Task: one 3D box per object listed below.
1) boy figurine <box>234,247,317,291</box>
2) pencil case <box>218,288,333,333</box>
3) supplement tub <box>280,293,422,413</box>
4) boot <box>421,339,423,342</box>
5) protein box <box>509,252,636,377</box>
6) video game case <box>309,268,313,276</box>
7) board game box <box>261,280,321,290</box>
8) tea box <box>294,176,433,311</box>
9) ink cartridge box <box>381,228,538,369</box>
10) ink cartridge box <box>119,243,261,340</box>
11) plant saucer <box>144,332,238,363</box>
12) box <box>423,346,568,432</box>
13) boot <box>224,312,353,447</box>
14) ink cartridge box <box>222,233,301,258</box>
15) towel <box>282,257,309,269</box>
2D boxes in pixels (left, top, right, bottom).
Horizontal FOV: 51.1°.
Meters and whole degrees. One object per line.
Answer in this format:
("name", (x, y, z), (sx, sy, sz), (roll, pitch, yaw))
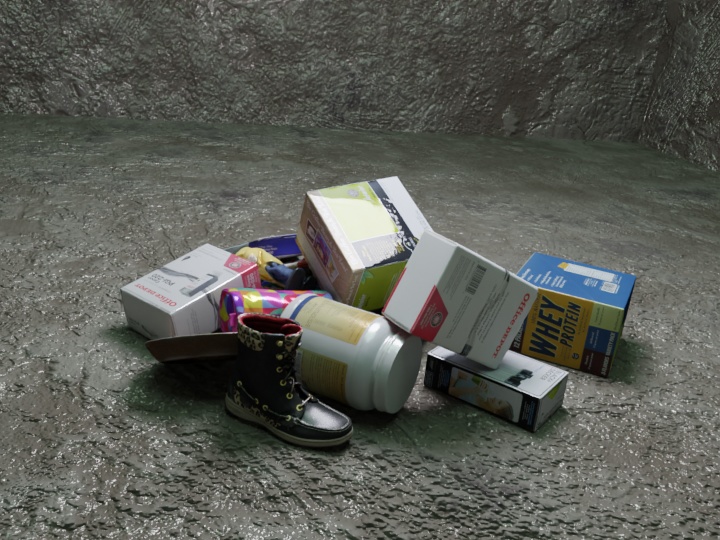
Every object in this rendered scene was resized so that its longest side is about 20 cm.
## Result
("boy figurine", (-0.177, -0.001, 1.397), (0.200, 0.065, 0.124), (19, -12, 37))
("pencil case", (-0.141, 0.072, 1.262), (0.200, 0.089, 0.088), (0, 21, -31))
("supplement tub", (-0.021, 0.127, 1.143), (0.200, 0.145, 0.144), (17, 23, 26))
("boot", (0.168, 0.099, 1.394), (0.200, 0.073, 0.182), (9, 21, -8))
("protein box", (0.389, 0.074, 1.407), (0.200, 0.135, 0.198), (15, 23, 21))
("video game case", (0.000, 0.000, 1.557), (0.180, 0.026, 0.200), (1, 6, 7))
("board game box", (-0.103, 0.065, 1.424), (0.200, 0.045, 0.134), (14, 22, 20))
("tea box", (0.013, -0.046, 1.373), (0.196, 0.134, 0.200), (-11, 54, -27))
("ink cartridge box", (0.154, 0.046, 1.137), (0.200, 0.145, 0.084), (25, 5, -37))
("ink cartridge box", (-0.293, 0.043, 1.319), (0.145, 0.085, 0.200), (20, 40, 35))
("plant saucer", (-0.227, 0.121, 1.154), (0.200, 0.035, 0.200), (-4, -10, -1))
("box", (0.216, 0.173, 1.205), (0.200, 0.060, 0.117), (20, 25, 33))
("boot", (-0.098, 0.151, 1.048), (0.200, 0.151, 0.073), (17, 23, 24))
("ink cartridge box", (-0.172, -0.046, 1.597), (0.199, 0.041, 0.200), (-8, -2, -33))
("towel", (-0.123, -0.016, 1.521), (0.200, 0.023, 0.144), (-9, 3, 21))
